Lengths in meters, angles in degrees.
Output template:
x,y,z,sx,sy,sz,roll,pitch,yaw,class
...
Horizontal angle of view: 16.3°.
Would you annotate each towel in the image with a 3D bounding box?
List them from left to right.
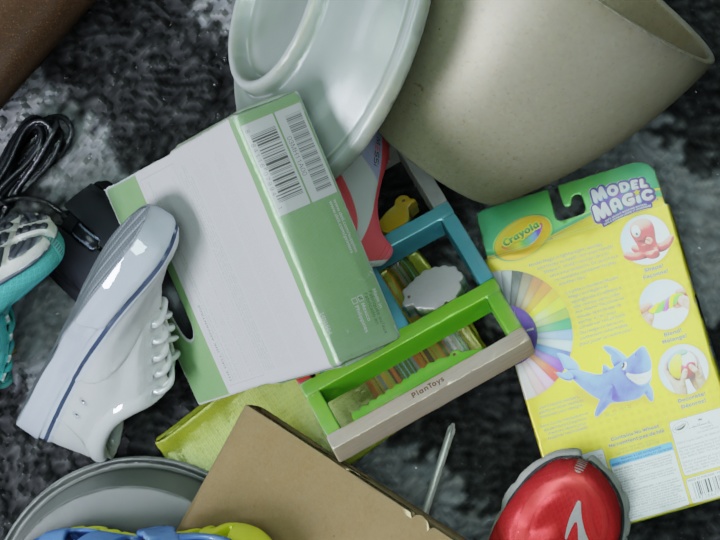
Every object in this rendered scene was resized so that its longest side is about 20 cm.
x,y,z,sx,sy,sz,roll,pitch,yaw,class
-0.022,0.077,1.513,0.200,0.018,0.086,-37,82,5,towel

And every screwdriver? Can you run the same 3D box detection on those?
x,y,z,sx,sy,sz,roll,pitch,yaw,class
0.024,0.187,1.492,0.028,0.029,0.201,18,95,8,screwdriver

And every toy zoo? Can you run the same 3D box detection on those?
x,y,z,sx,sy,sz,roll,pitch,yaw,class
0.000,0.000,1.476,0.131,0.020,0.200,-29,59,-3,toy zoo

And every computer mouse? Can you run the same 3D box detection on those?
x,y,z,sx,sy,sz,roll,pitch,yaw,class
-0.168,0.012,1.521,0.200,0.046,0.141,42,93,7,computer mouse

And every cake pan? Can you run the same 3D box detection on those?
x,y,z,sx,sy,sz,roll,pitch,yaw,class
-0.133,0.213,1.504,0.199,0.037,0.202,0,92,9,cake pan

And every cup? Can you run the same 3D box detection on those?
x,y,z,sx,sy,sz,roll,pitch,yaw,class
0.080,-0.123,1.431,0.200,0.200,0.144,38,105,8,cup

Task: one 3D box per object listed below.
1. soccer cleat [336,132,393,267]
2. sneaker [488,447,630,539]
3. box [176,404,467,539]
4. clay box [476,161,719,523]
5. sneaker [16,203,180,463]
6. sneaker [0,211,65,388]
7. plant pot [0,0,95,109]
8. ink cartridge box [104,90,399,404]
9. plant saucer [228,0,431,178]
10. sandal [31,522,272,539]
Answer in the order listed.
x,y,z,sx,sy,sz,roll,pitch,yaw,class
-0.017,-0.091,1.485,0.073,0.068,0.201,15,57,-24,soccer cleat
0.087,0.192,1.432,0.077,0.085,0.201,31,115,3,sneaker
-0.047,0.203,1.446,0.163,0.021,0.201,32,98,18,box
0.148,0.047,1.476,0.114,0.048,0.201,-16,85,9,clay box
-0.135,0.038,1.460,0.071,0.200,0.073,26,47,-8,sneaker
-0.237,0.040,1.504,0.080,0.078,0.200,39,118,-16,sneaker
-0.239,-0.190,1.477,0.200,0.200,0.199,40,101,8,plant pot
-0.064,-0.007,1.410,0.048,0.200,0.146,-24,92,-26,ink cartridge box
-0.028,-0.144,1.400,0.050,0.200,0.201,18,90,-26,plant saucer
-0.147,0.180,1.429,0.199,0.087,0.080,-14,80,24,sandal
